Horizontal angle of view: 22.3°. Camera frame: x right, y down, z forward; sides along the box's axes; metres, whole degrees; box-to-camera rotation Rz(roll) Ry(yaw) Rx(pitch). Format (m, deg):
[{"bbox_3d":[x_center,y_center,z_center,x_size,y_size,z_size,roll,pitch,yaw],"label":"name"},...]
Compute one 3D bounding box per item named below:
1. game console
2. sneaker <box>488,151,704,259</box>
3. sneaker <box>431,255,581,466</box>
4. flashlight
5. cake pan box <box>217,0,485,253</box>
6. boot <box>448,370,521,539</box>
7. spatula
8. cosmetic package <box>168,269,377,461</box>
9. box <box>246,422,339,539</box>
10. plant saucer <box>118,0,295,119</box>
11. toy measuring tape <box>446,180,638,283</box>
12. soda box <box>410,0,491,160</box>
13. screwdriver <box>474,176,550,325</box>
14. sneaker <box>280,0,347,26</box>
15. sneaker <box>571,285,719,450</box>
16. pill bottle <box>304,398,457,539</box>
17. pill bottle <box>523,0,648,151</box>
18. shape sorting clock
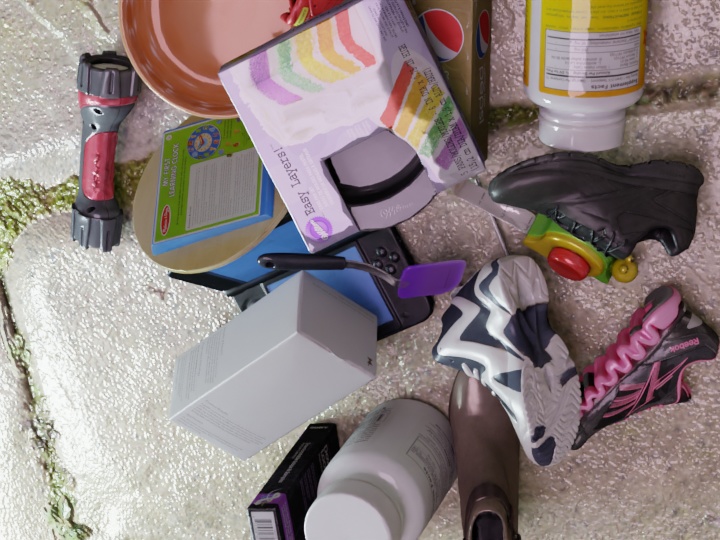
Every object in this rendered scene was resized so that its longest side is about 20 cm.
[{"bbox_3d":[-0.058,0.021,1.798,0.199,0.118,0.171,-24,100,27],"label":"game console"},{"bbox_3d":[0.214,-0.057,1.644,0.199,0.076,0.091,3,80,-5],"label":"sneaker"},{"bbox_3d":[0.132,0.095,1.748,0.129,0.079,0.200,-22,86,53],"label":"sneaker"},{"bbox_3d":[-0.260,-0.118,1.850,0.068,0.068,0.201,12,112,13],"label":"flashlight"},{"bbox_3d":[-0.006,-0.136,1.650,0.183,0.052,0.201,-24,104,10],"label":"cake pan box"},{"bbox_3d":[0.124,0.202,1.779,0.070,0.146,0.201,-8,112,8],"label":"boot"},{"bbox_3d":[0.000,0.000,1.743,0.199,0.021,0.057,7,144,-4],"label":"spatula"},{"bbox_3d":[-0.087,0.098,1.807,0.107,0.085,0.200,34,129,-31],"label":"cosmetic package"},{"bbox_3d":[-0.057,0.259,1.843,0.036,0.200,0.144,-3,109,17],"label":"box"},{"bbox_3d":[-0.135,-0.248,1.757,0.199,0.037,0.202,3,102,15],"label":"plant saucer"},{"bbox_3d":[0.173,-0.046,1.708,0.199,0.074,0.074,30,117,4],"label":"toy measuring tape"},{"bbox_3d":[0.082,-0.192,1.695,0.067,0.064,0.201,7,112,18],"label":"soda box"},{"bbox_3d":[0.148,0.003,1.765,0.028,0.029,0.201,-19,103,25],"label":"screwdriver"},{"bbox_3d":[-0.031,-0.235,1.682,0.201,0.085,0.077,60,149,-1],"label":"sneaker"},{"bbox_3d":[0.266,0.111,1.743,0.095,0.079,0.200,34,119,-7],"label":"sneaker"},{"bbox_3d":[0.021,0.216,1.796,0.114,0.200,0.115,7,112,18],"label":"pill bottle"},{"bbox_3d":[0.200,-0.212,1.617,0.109,0.109,0.201,7,112,18],"label":"pill bottle"},{"bbox_3d":[-0.136,-0.085,1.765,0.199,0.201,0.039,-11,145,24],"label":"shape sorting clock"}]
